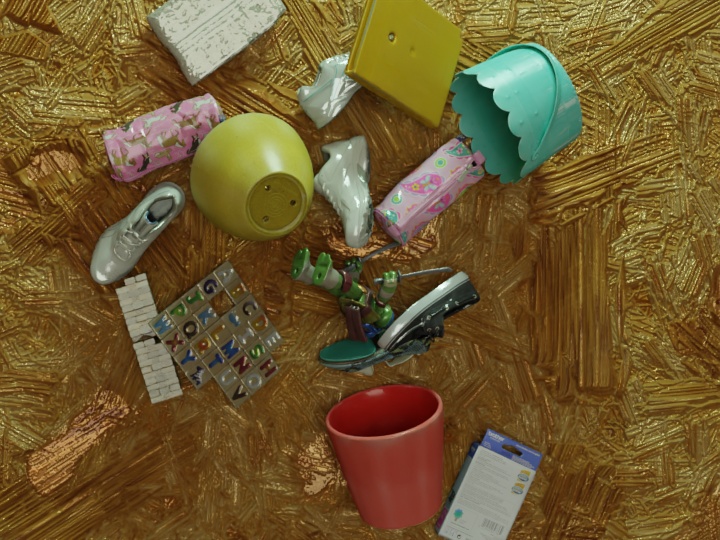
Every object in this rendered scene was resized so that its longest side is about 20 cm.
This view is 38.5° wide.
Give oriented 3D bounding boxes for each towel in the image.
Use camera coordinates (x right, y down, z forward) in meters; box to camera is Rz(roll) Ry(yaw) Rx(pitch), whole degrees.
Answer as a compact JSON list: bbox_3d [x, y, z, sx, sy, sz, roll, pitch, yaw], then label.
[{"bbox_3d":[-0.229,-0.408,1.650,0.199,0.034,0.133,-37,98,-5],"label":"towel"}]

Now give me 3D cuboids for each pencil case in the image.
[{"bbox_3d":[0.115,-0.131,1.701,0.199,0.087,0.088,-40,99,-6],"label":"pencil case"},{"bbox_3d":[-0.307,-0.208,1.625,0.198,0.087,0.083,-21,135,-8],"label":"pencil case"}]

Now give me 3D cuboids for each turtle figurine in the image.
[{"bbox_3d":[0.000,0.000,1.648,0.193,0.145,0.200,24,116,-38],"label":"turtle figurine"}]

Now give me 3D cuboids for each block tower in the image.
[{"bbox_3d":[-0.339,0.107,1.651,0.053,0.058,0.203,-17,95,-9],"label":"block tower"}]

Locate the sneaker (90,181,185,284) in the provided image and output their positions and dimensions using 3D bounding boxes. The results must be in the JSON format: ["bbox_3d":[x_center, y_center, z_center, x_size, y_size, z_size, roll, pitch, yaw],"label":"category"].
[{"bbox_3d":[-0.356,-0.060,1.621,0.074,0.087,0.201,40,88,-12],"label":"sneaker"}]

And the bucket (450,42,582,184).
[{"bbox_3d":[0.253,-0.259,1.667,0.134,0.207,0.209,-30,98,-13],"label":"bucket"}]

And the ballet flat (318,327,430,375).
[{"bbox_3d":[0.029,0.139,1.718,0.197,0.074,0.075,-17,96,-5],"label":"ballet flat"}]

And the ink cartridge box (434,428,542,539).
[{"bbox_3d":[0.222,0.382,1.778,0.118,0.042,0.202,25,92,-11],"label":"ink cartridge box"}]

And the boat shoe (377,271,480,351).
[{"bbox_3d":[0.117,0.080,1.677,0.199,0.070,0.066,-34,76,-29],"label":"boat shoe"}]

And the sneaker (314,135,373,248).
[{"bbox_3d":[-0.030,-0.122,1.667,0.098,0.078,0.202,-5,60,5],"label":"sneaker"}]

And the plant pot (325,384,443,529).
[{"bbox_3d":[0.052,0.306,1.675,0.198,0.200,0.180,-14,107,-9],"label":"plant pot"}]

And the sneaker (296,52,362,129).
[{"bbox_3d":[-0.021,-0.325,1.675,0.200,0.070,0.080,-45,97,-4],"label":"sneaker"}]

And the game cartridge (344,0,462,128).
[{"bbox_3d":[0.075,-0.350,1.658,0.199,0.032,0.178,26,75,-39],"label":"game cartridge"}]

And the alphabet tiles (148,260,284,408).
[{"bbox_3d":[-0.221,0.114,1.669,0.167,0.008,0.201,-40,104,-22],"label":"alphabet tiles"}]

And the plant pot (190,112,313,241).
[{"bbox_3d":[-0.151,-0.127,1.592,0.197,0.142,0.203,-9,116,-20],"label":"plant pot"}]
